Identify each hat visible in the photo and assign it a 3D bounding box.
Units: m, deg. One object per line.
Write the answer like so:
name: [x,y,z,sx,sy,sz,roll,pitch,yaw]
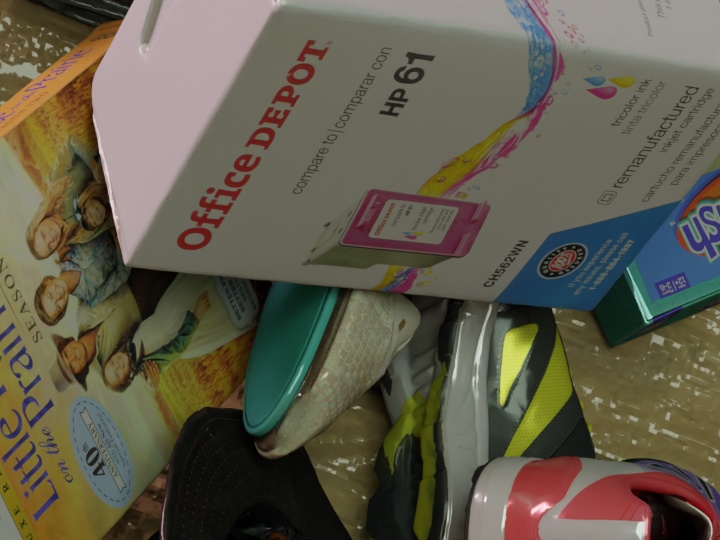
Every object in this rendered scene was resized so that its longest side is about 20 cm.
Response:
hat: [-0.049,0.154,0.887,0.081,0.201,0.201,-22,79,19]

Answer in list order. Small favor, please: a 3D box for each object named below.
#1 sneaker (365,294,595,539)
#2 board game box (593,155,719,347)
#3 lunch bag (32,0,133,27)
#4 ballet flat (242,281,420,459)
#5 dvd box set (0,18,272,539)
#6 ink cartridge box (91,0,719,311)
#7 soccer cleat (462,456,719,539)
sneaker: [0.055,0.049,0.974,0.084,0.074,0.200,21,68,-30]
board game box: [0.138,-0.086,1.042,0.152,0.045,0.200,-20,80,-21]
lunch bag: [-0.056,-0.183,0.970,0.200,0.118,0.164,9,73,21]
ballet flat: [0.000,0.000,0.936,0.062,0.067,0.200,29,43,-21]
dvd box set: [-0.107,0.011,0.871,0.200,0.029,0.147,-48,121,-51]
ink cartridge box: [0.022,-0.064,0.847,0.200,0.145,0.085,6,50,-26]
soccer cleat: [0.112,0.105,0.912,0.200,0.073,0.068,16,78,-59]
